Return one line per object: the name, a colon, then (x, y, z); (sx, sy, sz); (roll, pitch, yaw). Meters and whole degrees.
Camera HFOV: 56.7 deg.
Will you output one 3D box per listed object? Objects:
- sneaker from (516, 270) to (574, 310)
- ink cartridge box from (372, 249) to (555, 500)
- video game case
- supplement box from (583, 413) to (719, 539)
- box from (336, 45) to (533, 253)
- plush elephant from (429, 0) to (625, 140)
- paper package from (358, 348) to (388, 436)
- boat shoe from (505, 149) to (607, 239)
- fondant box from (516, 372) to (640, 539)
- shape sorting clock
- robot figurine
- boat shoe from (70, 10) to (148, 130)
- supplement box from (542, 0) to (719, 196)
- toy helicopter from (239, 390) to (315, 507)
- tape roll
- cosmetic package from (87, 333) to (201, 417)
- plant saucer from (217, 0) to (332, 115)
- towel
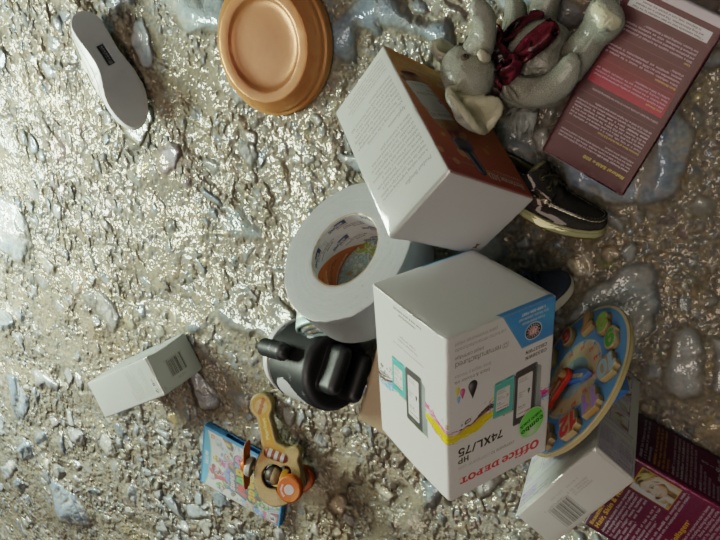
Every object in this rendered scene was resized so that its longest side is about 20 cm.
sneaker: (0.172, 0.020, 0.854); (0.195, 0.075, 0.086); (-15, 119, 9)
ink cartridge box: (0.113, 0.111, 0.748); (0.146, 0.144, 0.204); (35, 137, 53)
video game case: (-0.228, 0.397, 1.300); (0.197, 0.018, 0.146); (21, 119, 22)
supplement box: (0.405, 0.301, 0.842); (0.197, 0.103, 0.133); (30, 121, 16)
box: (0.083, -0.137, 0.783); (0.106, 0.150, 0.203); (-46, 52, 34)
plush elephant: (0.156, -0.237, 0.736); (0.202, 0.151, 0.167); (108, 152, -44)
paper package: (0.111, 0.160, 0.960); (0.188, 0.103, 0.204); (25, 120, 19)
boat shoe: (0.212, -0.104, 0.818); (0.198, 0.071, 0.067); (29, 126, 23)
fondant box: (0.274, 0.215, 0.825); (0.058, 0.200, 0.145); (36, 123, 4)
shape sorting clock: (0.256, 0.131, 0.808); (0.039, 0.202, 0.201); (28, 124, -9)
robot figurine: (-0.069, 0.144, 1.023); (0.198, 0.124, 0.153); (7, 126, 52)
boat shoe: (-0.421, -0.323, 1.112); (0.203, 0.070, 0.069); (60, 152, -7)
supplement box: (0.299, -0.200, 0.736); (0.108, 0.061, 0.203); (33, 121, 16)
toy helicopter: (-0.167, 0.321, 1.198); (0.129, 0.079, 0.205); (-14, 86, 16)
tape roll: (-0.005, -0.012, 0.873); (0.197, 0.204, 0.066); (-9, 147, 32)
cosmetic package: (-0.413, 0.202, 1.277); (0.197, 0.113, 0.083); (-22, 98, 32)
plant saucer: (-0.131, -0.323, 0.953); (0.196, 0.037, 0.205); (11, 113, 26)
towel: (0.000, 0.000, 0.939); (0.196, 0.175, 0.048); (-10, 147, 31)
